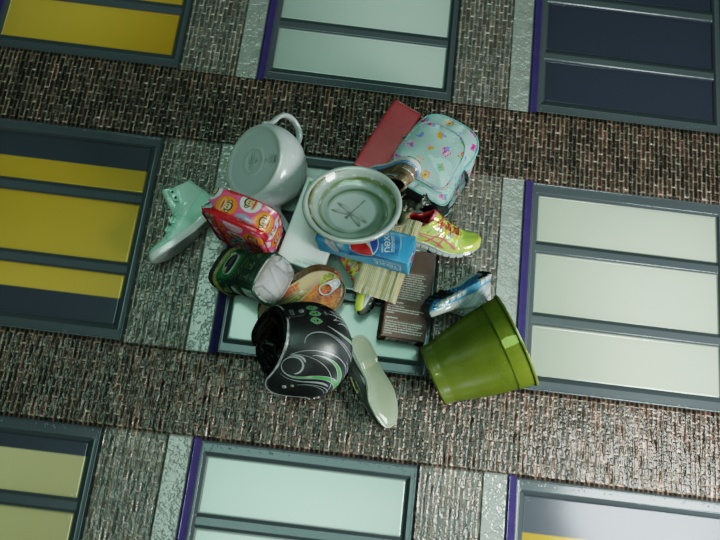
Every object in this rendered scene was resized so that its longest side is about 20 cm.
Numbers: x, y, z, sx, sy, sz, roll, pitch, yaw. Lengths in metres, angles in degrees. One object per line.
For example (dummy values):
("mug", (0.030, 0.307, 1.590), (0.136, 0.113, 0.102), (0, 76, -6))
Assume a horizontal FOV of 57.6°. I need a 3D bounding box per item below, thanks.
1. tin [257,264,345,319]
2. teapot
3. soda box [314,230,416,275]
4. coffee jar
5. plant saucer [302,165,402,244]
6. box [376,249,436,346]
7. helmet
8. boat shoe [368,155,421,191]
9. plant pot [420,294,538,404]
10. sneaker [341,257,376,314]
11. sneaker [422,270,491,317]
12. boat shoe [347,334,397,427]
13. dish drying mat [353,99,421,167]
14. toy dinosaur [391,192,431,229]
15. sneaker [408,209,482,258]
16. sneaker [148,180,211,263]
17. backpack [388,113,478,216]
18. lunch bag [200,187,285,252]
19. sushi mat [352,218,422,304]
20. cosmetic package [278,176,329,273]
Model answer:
("tin", (-0.127, 0.062, 1.388), (0.200, 0.112, 0.042), (-31, 37, 6))
("teapot", (-0.187, -0.224, 1.453), (0.200, 0.146, 0.198), (-48, 56, 19))
("soda box", (0.012, -0.055, 1.352), (0.200, 0.068, 0.064), (15, 72, 11))
("coffee jar", (-0.234, 0.009, 1.369), (0.085, 0.200, 0.104), (43, 69, -37))
("plant saucer", (-0.016, -0.123, 1.321), (0.200, 0.050, 0.200), (0, 56, 0))
("box", (0.098, 0.057, 1.422), (0.100, 0.075, 0.200), (11, 77, -4))
("helmet", (-0.109, 0.162, 1.324), (0.190, 0.200, 0.200), (17, 72, -34))
("boat shoe", (0.043, -0.185, 1.409), (0.072, 0.200, 0.072), (44, 56, -16))
("plant pot", (0.233, 0.180, 1.347), (0.193, 0.200, 0.201), (-24, 77, 4))
("sneaker", (0.000, 0.000, 1.432), (0.090, 0.078, 0.200), (6, 69, 6))
("sneaker", (0.218, 0.072, 1.397), (0.200, 0.075, 0.087), (-23, 105, -33))
("boat shoe", (0.017, 0.238, 1.383), (0.072, 0.061, 0.202), (-11, 76, -41))
("dish drying mat", (0.064, -0.308, 1.545), (0.077, 0.018, 0.200), (30, 76, 5))
("toy dinosaur", (0.102, -0.132, 1.373), (0.088, 0.200, 0.048), (-22, 112, 12))
("sneaker", (0.173, -0.089, 1.443), (0.200, 0.090, 0.078), (10, 37, 0))
("sneaker", (-0.415, -0.112, 1.447), (0.118, 0.074, 0.200), (43, 68, 2))
("backpack", (0.167, -0.250, 1.466), (0.176, 0.153, 0.200), (30, 73, 13))
("lunch bag", (-0.254, -0.101, 1.387), (0.176, 0.200, 0.082), (23, 75, 7))
("sushi mat", (0.058, -0.031, 1.384), (0.096, 0.012, 0.200), (16, 70, 11))
("cosmetic package", (-0.103, -0.090, 1.449), (0.107, 0.085, 0.200), (18, 75, -1))
